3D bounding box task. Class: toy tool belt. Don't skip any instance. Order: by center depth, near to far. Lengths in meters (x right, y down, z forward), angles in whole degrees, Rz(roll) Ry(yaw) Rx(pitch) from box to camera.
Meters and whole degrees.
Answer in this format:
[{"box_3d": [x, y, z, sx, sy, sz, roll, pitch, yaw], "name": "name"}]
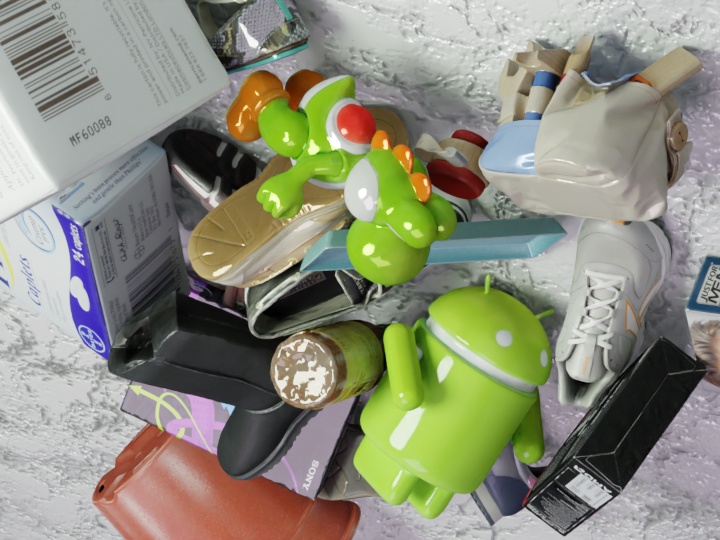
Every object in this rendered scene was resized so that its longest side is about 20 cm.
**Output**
[{"box_3d": [0.145, -0.106, 1.566, 0.199, 0.123, 0.125, 7, 157, 45], "name": "toy tool belt"}]

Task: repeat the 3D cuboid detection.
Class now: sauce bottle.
[{"box_3d": [-0.011, 0.073, 1.819, 0.066, 0.200, 0.066, 2, 95, 22], "name": "sauce bottle"}]

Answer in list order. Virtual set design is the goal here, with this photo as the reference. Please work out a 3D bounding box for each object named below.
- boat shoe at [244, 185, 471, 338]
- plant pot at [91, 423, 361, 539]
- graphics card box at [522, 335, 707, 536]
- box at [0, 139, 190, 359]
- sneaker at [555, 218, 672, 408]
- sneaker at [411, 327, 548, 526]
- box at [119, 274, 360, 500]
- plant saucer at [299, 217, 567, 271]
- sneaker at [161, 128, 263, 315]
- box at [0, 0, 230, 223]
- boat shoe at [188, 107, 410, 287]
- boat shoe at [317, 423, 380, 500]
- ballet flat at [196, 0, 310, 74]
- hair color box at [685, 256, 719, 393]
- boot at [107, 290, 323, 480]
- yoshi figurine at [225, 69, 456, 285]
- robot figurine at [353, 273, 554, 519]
[{"box_3d": [0.000, 0.000, 1.748, 0.199, 0.064, 0.071, -26, 121, 14], "name": "boat shoe"}, {"box_3d": [-0.137, 0.231, 2.099, 0.195, 0.201, 0.201, 45, 142, -11], "name": "plant pot"}, {"box_3d": [0.199, 0.135, 1.752, 0.051, 0.126, 0.200, 37, 162, 5], "name": "graphics card box"}, {"box_3d": [-0.254, -0.053, 1.831, 0.200, 0.105, 0.184, 31, 149, 26], "name": "box"}, {"box_3d": [0.190, 0.035, 1.708, 0.075, 0.092, 0.200, 16, 143, 14], "name": "sneaker"}, {"box_3d": [0.105, 0.122, 1.911, 0.082, 0.070, 0.201, -26, 115, -3], "name": "sneaker"}, {"box_3d": [-0.103, 0.103, 1.978, 0.199, 0.036, 0.144, 23, 113, 4], "name": "box"}, {"box_3d": [0.055, -0.021, 1.690, 0.199, 0.019, 0.070, -4, 166, -20], "name": "plant saucer"}, {"box_3d": [-0.102, -0.022, 1.816, 0.200, 0.076, 0.116, 36, 124, -12], "name": "sneaker"}, {"box_3d": [-0.246, -0.158, 1.611, 0.171, 0.200, 0.200, -23, 99, 47], "name": "box"}, {"box_3d": [-0.041, -0.054, 1.724, 0.199, 0.074, 0.069, -32, 152, 13], "name": "boat shoe"}, {"box_3d": [0.012, 0.178, 2.011, 0.073, 0.075, 0.200, 8, 179, -33], "name": "boat shoe"}, {"box_3d": [-0.116, -0.171, 1.684, 0.072, 0.072, 0.200, 44, 141, -23], "name": "ballet flat"}, {"box_3d": [0.352, 0.053, 1.653, 0.199, 0.061, 0.100, 8, 140, 27], "name": "hair color box"}, {"box_3d": [-0.130, 0.101, 1.862, 0.199, 0.066, 0.165, 16, 125, -44], "name": "boot"}, {"box_3d": [-0.011, -0.060, 1.613, 0.200, 0.112, 0.112, 42, 171, 34], "name": "yoshi figurine"}, {"box_3d": [0.078, 0.100, 1.798, 0.175, 0.201, 0.116, 26, -169, -37], "name": "robot figurine"}]
